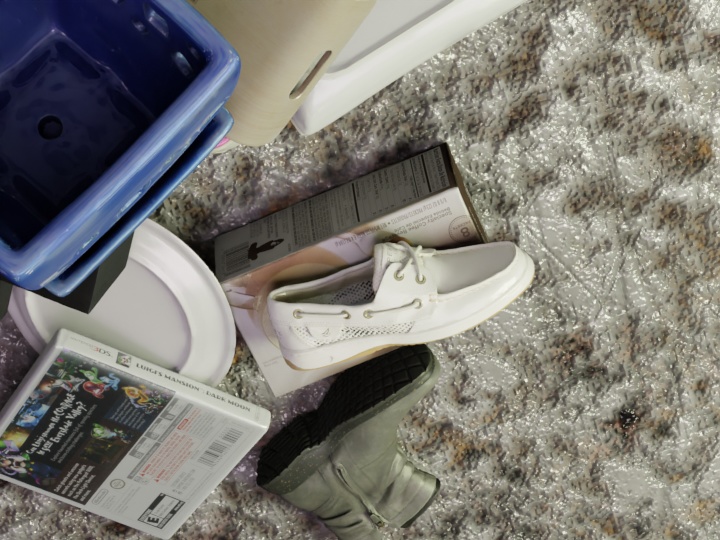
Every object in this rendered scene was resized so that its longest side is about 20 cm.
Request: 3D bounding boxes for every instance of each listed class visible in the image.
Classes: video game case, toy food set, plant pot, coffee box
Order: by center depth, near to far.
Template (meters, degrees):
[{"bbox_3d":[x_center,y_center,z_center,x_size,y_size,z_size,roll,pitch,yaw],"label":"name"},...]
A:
[{"bbox_3d":[-0.205,-0.108,1.286,0.200,0.180,0.200,42,84,8],"label":"plant pot"},{"bbox_3d":[-0.101,-0.200,1.371,0.200,0.060,0.144,42,123,2],"label":"toy food set"},{"bbox_3d":[0.000,0.000,1.545,0.200,0.080,0.115,-22,119,7],"label":"coffee box"},{"bbox_3d":[-0.194,0.134,1.597,0.181,0.023,0.200,23,138,-17],"label":"video game case"}]

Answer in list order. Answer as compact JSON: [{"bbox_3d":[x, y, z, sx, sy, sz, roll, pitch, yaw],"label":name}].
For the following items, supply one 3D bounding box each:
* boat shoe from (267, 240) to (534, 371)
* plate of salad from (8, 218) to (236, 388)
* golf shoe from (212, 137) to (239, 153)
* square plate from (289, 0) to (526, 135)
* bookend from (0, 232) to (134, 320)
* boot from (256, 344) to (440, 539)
[{"bbox_3d":[0.027,0.013,1.467,0.199,0.071,0.069,-19,120,7],"label":"boat shoe"},{"bbox_3d":[-0.186,0.023,1.547,0.199,0.048,0.200,13,130,15],"label":"plate of salad"},{"bbox_3d":[-0.060,-0.158,1.463,0.200,0.092,0.075,-39,80,-4],"label":"golf shoe"},{"bbox_3d":[-0.009,-0.227,1.389,0.200,0.028,0.198,-31,90,7],"label":"square plate"},{"bbox_3d":[-0.256,-0.019,1.461,0.200,0.092,0.199,21,122,5],"label":"bookend"},{"bbox_3d":[0.021,0.146,1.648,0.131,0.068,0.200,36,118,-27],"label":"boot"}]
